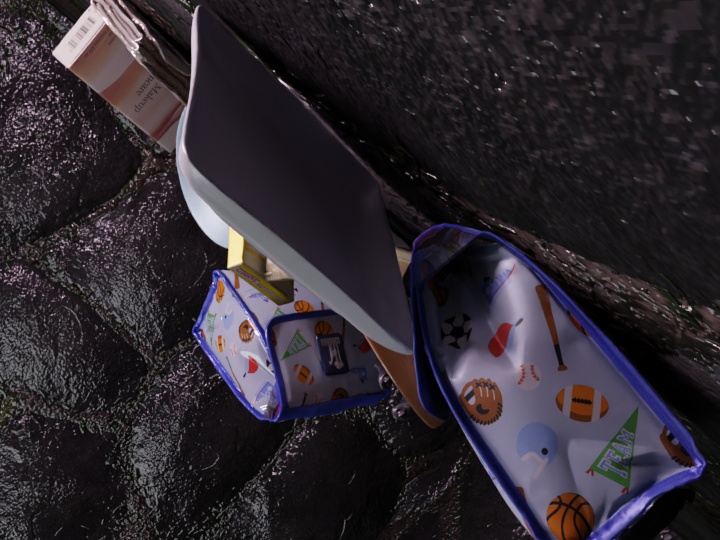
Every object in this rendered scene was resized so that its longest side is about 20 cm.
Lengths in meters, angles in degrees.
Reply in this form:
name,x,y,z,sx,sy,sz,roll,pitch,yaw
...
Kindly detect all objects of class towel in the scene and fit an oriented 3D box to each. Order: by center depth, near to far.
name,x,y,z,sx,sy,sz,roll,pitch,yaw
towel,-0.209,-0.224,0.875,0.133,0.034,0.200,50,-177,31

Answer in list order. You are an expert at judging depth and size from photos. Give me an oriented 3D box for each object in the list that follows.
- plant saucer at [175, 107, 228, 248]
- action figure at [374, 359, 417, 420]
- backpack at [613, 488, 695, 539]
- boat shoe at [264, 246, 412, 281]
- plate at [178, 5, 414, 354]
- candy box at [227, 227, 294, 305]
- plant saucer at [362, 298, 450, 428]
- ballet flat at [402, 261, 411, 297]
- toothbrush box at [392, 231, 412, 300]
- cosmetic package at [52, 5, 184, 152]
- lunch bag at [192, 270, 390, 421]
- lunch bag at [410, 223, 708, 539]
name,x,y,z,sx,sy,sz,roll,pitch,yaw
plant saucer,-0.174,-0.132,1.030,0.038,0.204,0.200,-19,-134,-42
action figure,0.108,0.087,0.821,0.120,0.198,0.102,53,-142,-11
backpack,0.269,0.268,0.972,0.154,0.200,0.191,46,-179,-35
boat shoe,-0.001,0.000,0.786,0.197,0.065,0.073,13,-178,10
plate,-0.045,-0.056,0.509,0.199,0.032,0.202,42,-157,-34
candy box,-0.109,-0.073,0.869,0.102,0.026,0.204,45,-145,-54
plant saucer,0.022,0.032,0.643,0.202,0.032,0.200,58,-175,-8
ballet flat,0.118,0.052,0.636,0.199,0.057,0.066,39,179,19
toothbrush box,0.055,0.028,0.945,0.199,0.086,0.146,42,179,-14
cosmetic package,-0.329,-0.278,1.135,0.087,0.104,0.200,38,179,44
lunch bag,-0.075,0.088,0.925,0.168,0.125,0.200,-2,-142,-39
lunch bag,0.106,0.073,0.510,0.202,0.123,0.170,55,-176,18
